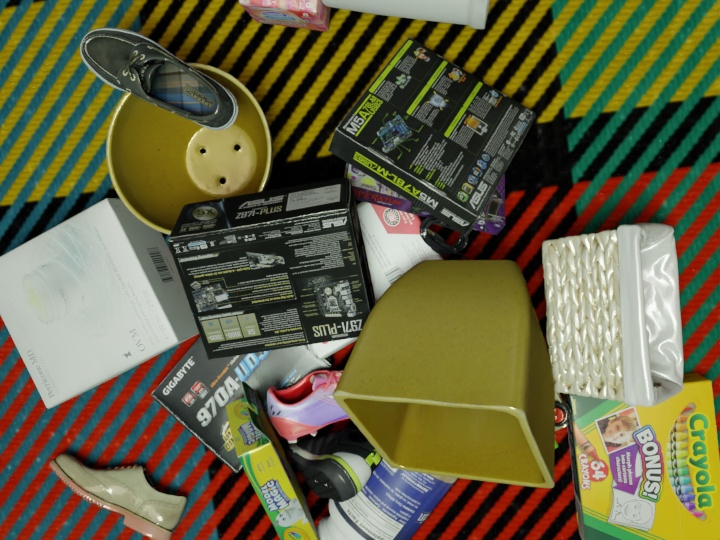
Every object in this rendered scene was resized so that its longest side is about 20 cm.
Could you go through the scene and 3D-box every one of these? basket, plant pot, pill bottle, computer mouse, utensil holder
[{"bbox_3d":[0.296,0.050,0.885,0.123,0.135,0.201,-5,89,39],"label":"basket"},{"bbox_3d":[-0.194,-0.144,0.942,0.199,0.142,0.202,0,94,6],"label":"plant pot"},{"bbox_3d":[0.031,0.290,0.961,0.115,0.116,0.200,37,97,3],"label":"pill bottle"},{"bbox_3d":[0.135,-0.004,0.927,0.200,0.034,0.059,41,80,-32],"label":"computer mouse"},{"bbox_3d":[0.113,0.099,0.829,0.194,0.195,0.201,0,54,25],"label":"plant pot"},{"bbox_3d":[0.061,-0.385,0.886,0.199,0.170,0.171,10,95,8],"label":"utensil holder"}]

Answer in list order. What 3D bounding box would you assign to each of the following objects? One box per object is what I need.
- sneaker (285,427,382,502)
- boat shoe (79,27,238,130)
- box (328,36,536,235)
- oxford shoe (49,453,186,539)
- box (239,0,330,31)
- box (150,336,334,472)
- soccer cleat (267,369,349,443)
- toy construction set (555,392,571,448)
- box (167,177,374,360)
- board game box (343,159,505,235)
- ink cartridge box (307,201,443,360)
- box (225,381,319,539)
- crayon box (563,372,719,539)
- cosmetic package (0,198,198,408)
[{"bbox_3d":[-0.028,0.238,0.943,0.083,0.200,0.072,-36,101,-22],"label":"sneaker"},{"bbox_3d":[-0.229,-0.220,0.840,0.199,0.057,0.069,26,96,4],"label":"boat shoe"},{"bbox_3d":[0.091,-0.167,0.902,0.192,0.048,0.200,30,57,4],"label":"box"},{"bbox_3d":[-0.333,0.297,1.036,0.199,0.071,0.074,29,71,4],"label":"oxford shoe"},{"bbox_3d":[-0.080,-0.413,0.934,0.102,0.095,0.201,10,95,5],"label":"box"},{"bbox_3d":[-0.156,0.143,1.005,0.159,0.046,0.200,42,97,1],"label":"box"},{"bbox_3d":[-0.022,0.152,0.956,0.199,0.067,0.077,-20,116,-10],"label":"soccer cleat"},{"bbox_3d":[0.186,0.165,0.942,0.131,0.092,0.201,-29,91,17],"label":"toy construction set"},{"bbox_3d":[-0.093,-0.001,0.851,0.199,0.086,0.165,-10,120,5],"label":"box"},{"bbox_3d":[0.081,-0.120,0.914,0.199,0.032,0.121,13,54,-11],"label":"board game box"},{"bbox_3d":[0.000,0.000,0.960,0.199,0.083,0.146,-30,90,7],"label":"ink cartridge box"},{"bbox_3d":[-0.114,0.244,0.933,0.048,0.117,0.201,-22,116,-8],"label":"box"},{"bbox_3d":[0.357,0.241,0.949,0.171,0.058,0.201,-7,93,7],"label":"crayon box"},{"bbox_3d":[-0.345,0.039,0.982,0.199,0.123,0.200,-27,90,9],"label":"cosmetic package"}]
